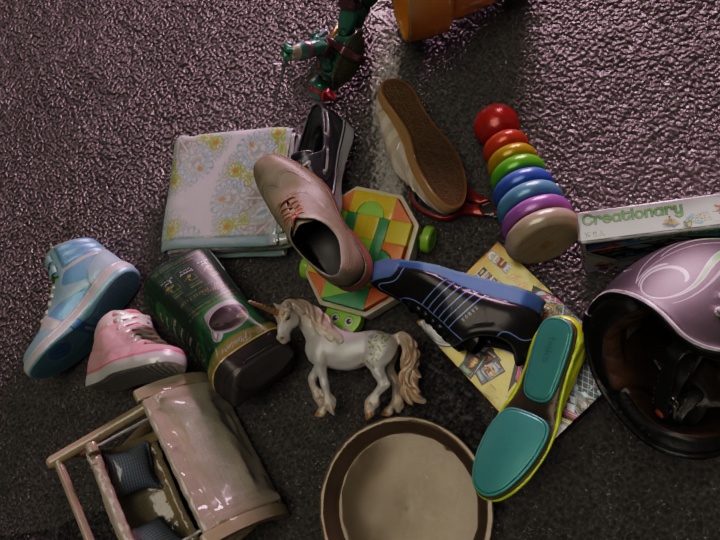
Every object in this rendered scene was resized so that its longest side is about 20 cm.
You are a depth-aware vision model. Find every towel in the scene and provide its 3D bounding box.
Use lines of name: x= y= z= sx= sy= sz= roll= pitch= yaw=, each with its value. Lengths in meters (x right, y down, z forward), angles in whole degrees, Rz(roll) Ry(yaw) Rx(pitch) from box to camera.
towel: x=-0.171 y=-0.103 z=0.986 sx=0.199 sy=0.048 sz=0.172 roll=-1 pitch=73 yaw=20

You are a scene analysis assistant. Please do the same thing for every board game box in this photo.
board game box: x=0.325 y=-0.038 z=0.742 sx=0.199 sy=0.126 sz=0.035 roll=-7 pitch=74 yaw=18
board game box: x=0.176 y=0.083 z=0.814 sx=0.135 sy=0.035 sz=0.200 roll=-44 pitch=66 yaw=5

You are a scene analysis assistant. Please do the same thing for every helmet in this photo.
helmet: x=0.330 y=0.063 z=0.680 sx=0.190 sy=0.200 sz=0.201 roll=-16 pitch=68 yaw=-18

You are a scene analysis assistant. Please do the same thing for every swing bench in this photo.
swing bench: x=-0.223 y=0.252 z=0.865 sx=0.200 sy=0.130 sz=0.199 roll=-38 pitch=66 yaw=7

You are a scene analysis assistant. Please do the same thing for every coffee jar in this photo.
coffee jar: x=-0.174 y=0.069 z=0.910 sx=0.104 sy=0.085 sz=0.200 roll=-31 pitch=62 yaw=-28

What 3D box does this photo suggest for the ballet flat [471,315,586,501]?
ballet flat: x=0.179 y=0.142 z=0.741 sx=0.067 sy=0.067 sz=0.201 roll=21 pitch=83 yaw=39

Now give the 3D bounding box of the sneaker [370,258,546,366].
sneaker: x=0.095 y=0.044 z=0.798 sx=0.199 sy=0.070 sz=0.078 roll=14 pitch=76 yaw=23

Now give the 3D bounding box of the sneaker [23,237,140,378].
sneaker: x=-0.410 y=0.042 z=1.018 sx=0.130 sy=0.080 sz=0.200 roll=38 pitch=81 yaw=22

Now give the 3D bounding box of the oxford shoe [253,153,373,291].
oxford shoe: x=-0.062 y=-0.064 z=0.823 sx=0.070 sy=0.075 sz=0.200 roll=-45 pitch=70 yaw=10

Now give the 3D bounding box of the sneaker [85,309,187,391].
sneaker: x=-0.286 y=0.091 z=0.935 sx=0.200 sy=0.075 sz=0.105 roll=-18 pitch=61 yaw=44

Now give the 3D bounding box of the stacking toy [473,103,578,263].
stacking toy: x=0.176 y=-0.109 z=0.839 sx=0.085 sy=0.085 sz=0.201 roll=-24 pitch=56 yaw=13

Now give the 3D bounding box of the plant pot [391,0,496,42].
plant pot: x=0.125 y=-0.397 z=0.887 sx=0.183 sy=0.200 sz=0.201 roll=-12 pitch=71 yaw=1

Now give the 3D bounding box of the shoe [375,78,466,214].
shoe: x=0.070 y=-0.146 z=0.900 sx=0.070 sy=0.053 sz=0.200 roll=-8 pitch=61 yaw=-27

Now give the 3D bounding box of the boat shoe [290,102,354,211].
boat shoe: x=-0.059 y=-0.120 z=0.907 sx=0.072 sy=0.068 sz=0.201 roll=-10 pitch=55 yaw=40

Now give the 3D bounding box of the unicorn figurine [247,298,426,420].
unicorn figurine: x=-0.025 y=0.101 z=0.854 sx=0.199 sy=0.074 sz=0.138 roll=0 pitch=91 yaw=0

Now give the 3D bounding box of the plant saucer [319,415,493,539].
plant saucer: x=0.050 y=0.264 z=0.816 sx=0.199 sy=0.029 sz=0.201 roll=-5 pitch=74 yaw=20

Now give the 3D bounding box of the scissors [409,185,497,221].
scissors: x=0.151 y=-0.067 z=0.877 sx=0.200 sy=0.014 sz=0.073 roll=32 pitch=86 yaw=23

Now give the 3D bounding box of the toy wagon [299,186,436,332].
toy wagon: x=0.000 y=0.000 z=0.898 sx=0.155 sy=0.040 sz=0.201 roll=14 pitch=81 yaw=23

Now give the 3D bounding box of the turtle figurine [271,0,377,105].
turtle figurine: x=-0.037 y=-0.296 z=0.952 sx=0.100 sy=0.150 sz=0.200 roll=28 pitch=107 yaw=-7
